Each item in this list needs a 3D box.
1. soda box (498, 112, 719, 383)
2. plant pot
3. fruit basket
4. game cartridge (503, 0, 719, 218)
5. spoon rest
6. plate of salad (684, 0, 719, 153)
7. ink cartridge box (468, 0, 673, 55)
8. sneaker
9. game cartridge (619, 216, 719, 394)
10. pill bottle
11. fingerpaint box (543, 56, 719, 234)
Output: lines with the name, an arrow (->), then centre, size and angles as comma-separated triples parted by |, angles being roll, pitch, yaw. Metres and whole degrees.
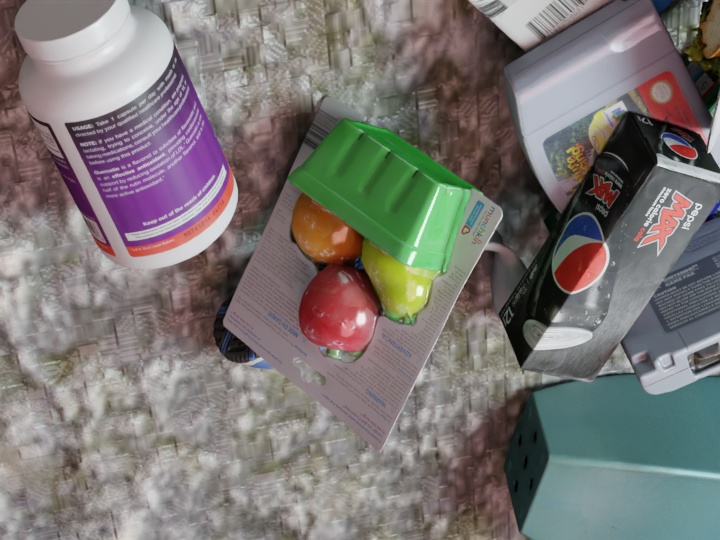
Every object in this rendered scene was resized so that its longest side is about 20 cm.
soda box -> 0.181, -0.013, 1.415 | 0.070, 0.064, 0.201 | 12, 125, -27
plant pot -> 0.234, 0.175, 1.674 | 0.198, 0.142, 0.142 | 9, 124, -12
fruit basket -> 0.000, 0.000, 1.430 | 0.093, 0.185, 0.201 | -1, 120, -50
game cartridge -> 0.187, -0.097, 1.409 | 0.133, 0.041, 0.200 | -28, 133, 12
spoon rest -> 0.115, 0.011, 1.513 | 0.061, 0.100, 0.200 | -48, 141, 15
plate of salad -> 0.258, -0.180, 1.339 | 0.048, 0.200, 0.201 | 15, 127, 11
ink cartridge box -> 0.129, -0.244, 1.348 | 0.146, 0.085, 0.200 | -41, 127, 17
sneaker -> -0.022, 0.009, 1.524 | 0.199, 0.076, 0.077 | -32, 154, 7
game cartridge -> 0.284, 0.009, 1.459 | 0.199, 0.133, 0.042 | -24, 120, 5
pill bottle -> -0.166, -0.105, 1.357 | 0.112, 0.113, 0.201 | -21, 130, 1
fingerpaint box -> 0.275, -0.057, 1.539 | 0.166, 0.074, 0.200 | 27, 116, -30
